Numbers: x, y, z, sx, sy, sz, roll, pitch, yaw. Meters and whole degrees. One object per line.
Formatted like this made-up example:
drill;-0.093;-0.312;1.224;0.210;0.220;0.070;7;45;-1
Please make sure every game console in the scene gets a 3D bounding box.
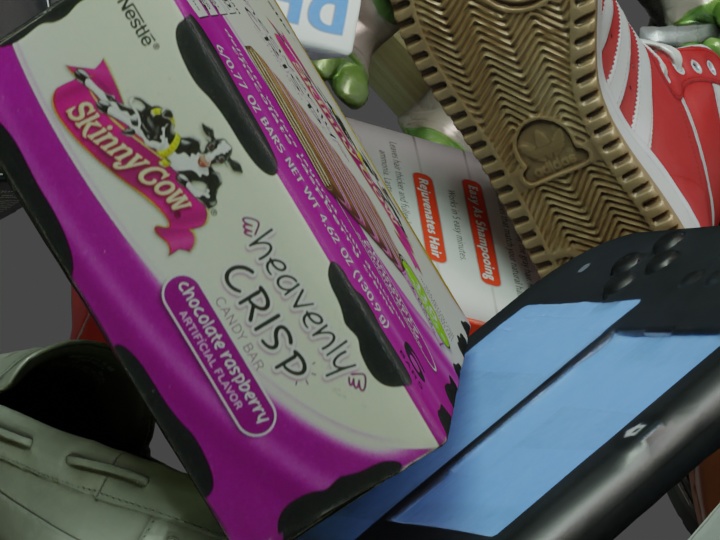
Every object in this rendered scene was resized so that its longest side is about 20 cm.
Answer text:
game console;0.042;0.050;0.712;0.200;0.177;0.031;-38;98;-20

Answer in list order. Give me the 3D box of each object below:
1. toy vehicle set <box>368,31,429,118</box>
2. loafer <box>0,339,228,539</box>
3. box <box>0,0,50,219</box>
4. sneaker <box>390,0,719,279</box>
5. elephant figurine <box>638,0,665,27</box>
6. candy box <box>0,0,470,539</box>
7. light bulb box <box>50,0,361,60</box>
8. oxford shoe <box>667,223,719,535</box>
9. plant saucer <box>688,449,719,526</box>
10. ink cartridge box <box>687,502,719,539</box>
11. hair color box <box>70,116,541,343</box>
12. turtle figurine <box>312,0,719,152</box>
toy vehicle set;0.019;-0.135;1.104;0.124;0.027;0.200;-10;50;-42
loafer;-0.084;0.051;0.714;0.070;0.070;0.200;21;8;-37
box;-0.203;-0.041;0.720;0.199;0.141;0.079;-2;74;-36
sneaker;0.071;-0.079;0.867;0.201;0.071;0.113;66;24;-19
elephant figurine;0.173;-0.098;1.079;0.155;0.141;0.201;-45;117;-23
candy box;-0.030;-0.014;0.676;0.137;0.061;0.200;59;6;-4
light bulb box;-0.114;-0.145;0.859;0.197;0.126;0.200;11;-4;-23
oxford shoe;0.148;0.051;0.908;0.072;0.085;0.200;-4;47;-40
plant saucer;0.179;0.065;0.790;0.037;0.201;0.200;-11;50;-46
ink cartridge box;0.147;0.125;0.699;0.145;0.200;0.145;45;38;15
hair color box;0.000;0.000;0.889;0.199;0.061;0.102;15;37;-18
turtle figurine;0.080;-0.114;0.927;0.200;0.194;0.144;49;13;23
